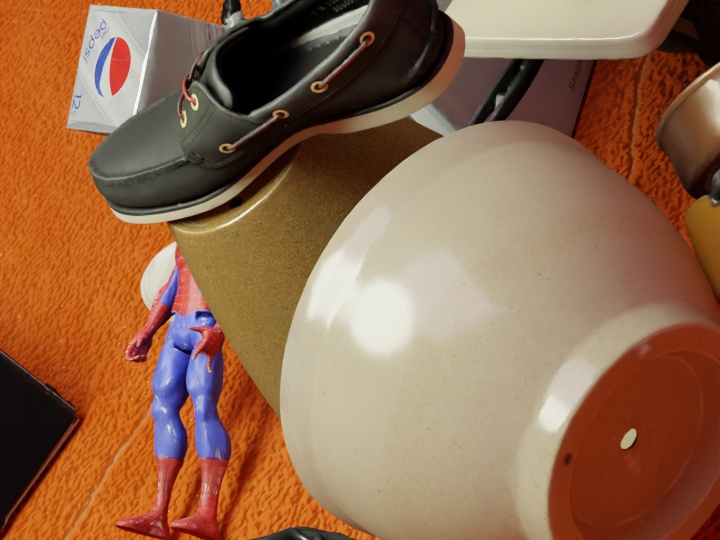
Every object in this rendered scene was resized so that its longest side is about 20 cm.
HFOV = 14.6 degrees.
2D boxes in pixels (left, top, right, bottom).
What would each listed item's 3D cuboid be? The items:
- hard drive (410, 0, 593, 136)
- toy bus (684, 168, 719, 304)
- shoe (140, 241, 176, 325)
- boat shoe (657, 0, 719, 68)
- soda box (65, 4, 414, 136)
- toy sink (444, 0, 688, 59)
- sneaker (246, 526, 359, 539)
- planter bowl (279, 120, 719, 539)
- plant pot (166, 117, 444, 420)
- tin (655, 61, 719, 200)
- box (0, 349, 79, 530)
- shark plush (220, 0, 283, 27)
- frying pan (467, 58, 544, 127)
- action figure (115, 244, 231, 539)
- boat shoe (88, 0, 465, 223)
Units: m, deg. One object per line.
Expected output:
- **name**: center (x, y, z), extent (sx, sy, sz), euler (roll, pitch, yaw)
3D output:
- **hard drive**: center (0.047, -0.136, 1.437), extent (0.027, 0.200, 0.132), euler (-9, 51, 40)
- **toy bus**: center (0.246, -0.044, 1.251), extent (0.200, 0.078, 0.065), euler (-35, 41, 18)
- **shoe**: center (-0.053, -0.012, 1.551), extent (0.199, 0.053, 0.070), euler (-11, 50, 40)
- **boat shoe**: center (0.178, -0.152, 1.442), extent (0.075, 0.075, 0.202), euler (-30, 34, -13)
- **soda box**: center (-0.054, -0.088, 1.493), extent (0.063, 0.199, 0.069), euler (10, 89, 49)
- **toy sink**: center (0.108, -0.210, 1.349), extent (0.130, 0.112, 0.200), euler (4, 49, 40)
- **sneaker**: center (-0.002, 0.160, 1.283), extent (0.199, 0.079, 0.076), euler (-5, 52, 41)
- **planter bowl**: center (0.084, 0.052, 1.221), extent (0.135, 0.200, 0.201), euler (31, 81, 44)
- **plant pot**: center (0.000, 0.000, 1.363), extent (0.186, 0.200, 0.187), euler (-27, 41, 27)
- **tin**: center (0.228, -0.095, 1.290), extent (0.200, 0.112, 0.042), euler (-34, 64, 20)
- **box**: center (-0.302, 0.109, 1.640), extent (0.200, 0.124, 0.196), euler (-55, 35, -10)
- **shark plush**: center (-0.048, -0.129, 1.616), extent (0.091, 0.083, 0.201), euler (-17, 42, 58)
- **frying pan**: center (0.100, -0.149, 1.413), extent (0.190, 0.031, 0.115), euler (-38, 35, -5)
- **action figure**: center (-0.089, 0.040, 1.496), extent (0.065, 0.052, 0.201), euler (-6, 70, 45)
- **boat shoe**: center (-0.050, -0.082, 1.268), extent (0.201, 0.063, 0.074), euler (-23, 45, 33)
